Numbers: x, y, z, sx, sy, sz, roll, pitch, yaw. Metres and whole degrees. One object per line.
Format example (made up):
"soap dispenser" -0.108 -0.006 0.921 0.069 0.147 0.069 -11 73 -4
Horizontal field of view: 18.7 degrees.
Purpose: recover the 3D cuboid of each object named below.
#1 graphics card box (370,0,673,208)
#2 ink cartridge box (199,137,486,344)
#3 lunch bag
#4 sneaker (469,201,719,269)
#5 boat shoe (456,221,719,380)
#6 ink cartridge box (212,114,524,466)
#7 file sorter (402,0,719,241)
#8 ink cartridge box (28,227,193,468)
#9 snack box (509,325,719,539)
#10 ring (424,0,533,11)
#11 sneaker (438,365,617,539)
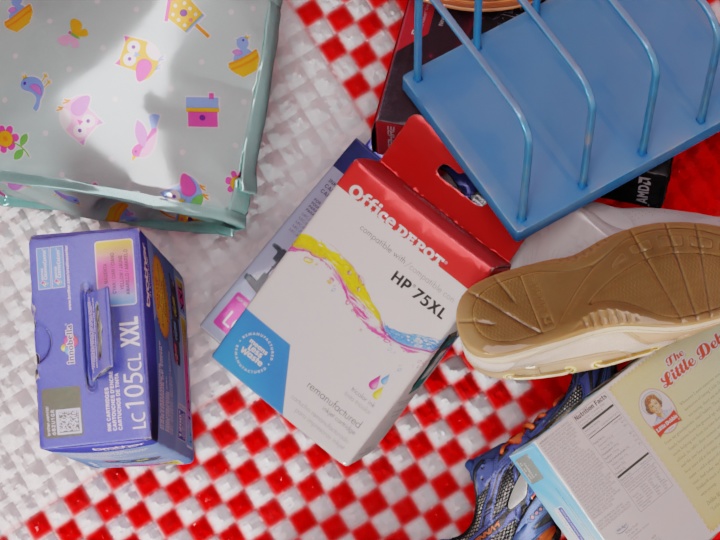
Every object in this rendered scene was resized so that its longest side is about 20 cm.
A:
"graphics card box" 0.117 -0.121 1.456 0.199 0.051 0.126 13 64 8
"ink cartridge box" 0.000 0.000 1.470 0.119 0.042 0.200 39 85 11
"lunch bag" -0.154 -0.117 1.466 0.199 0.122 0.171 8 81 13
"sneaker" 0.172 -0.013 1.431 0.199 0.088 0.076 7 105 14
"boat shoe" 0.156 0.023 1.358 0.199 0.069 0.074 -10 65 -3
"ink cartridge box" 0.013 0.010 1.395 0.116 0.067 0.200 38 100 10
"file sorter" 0.145 -0.143 1.368 0.199 0.123 0.139 -29 64 -13
"ink cartridge box" -0.160 0.052 1.396 0.076 0.200 0.137 -6 80 5
"snack box" 0.200 0.108 1.374 0.200 0.037 0.116 -33 86 -32
"ring" 0.074 -0.258 1.487 0.199 0.019 0.201 2 64 -5
"sneaker" 0.109 0.130 1.420 0.078 0.075 0.201 26 83 13
